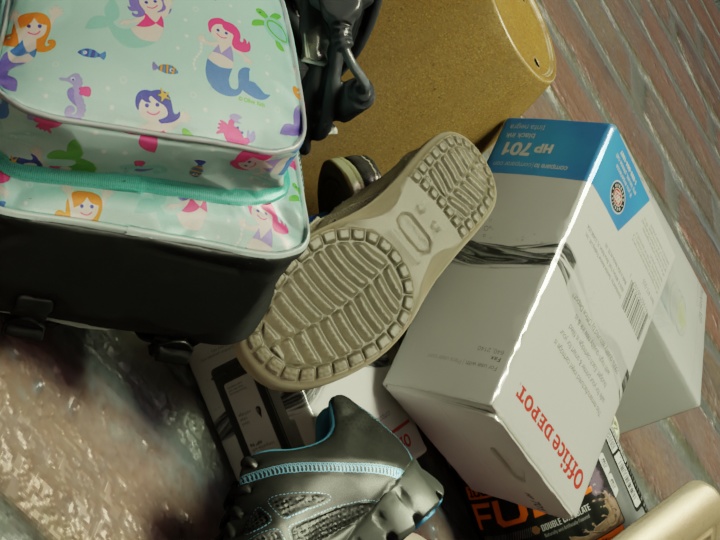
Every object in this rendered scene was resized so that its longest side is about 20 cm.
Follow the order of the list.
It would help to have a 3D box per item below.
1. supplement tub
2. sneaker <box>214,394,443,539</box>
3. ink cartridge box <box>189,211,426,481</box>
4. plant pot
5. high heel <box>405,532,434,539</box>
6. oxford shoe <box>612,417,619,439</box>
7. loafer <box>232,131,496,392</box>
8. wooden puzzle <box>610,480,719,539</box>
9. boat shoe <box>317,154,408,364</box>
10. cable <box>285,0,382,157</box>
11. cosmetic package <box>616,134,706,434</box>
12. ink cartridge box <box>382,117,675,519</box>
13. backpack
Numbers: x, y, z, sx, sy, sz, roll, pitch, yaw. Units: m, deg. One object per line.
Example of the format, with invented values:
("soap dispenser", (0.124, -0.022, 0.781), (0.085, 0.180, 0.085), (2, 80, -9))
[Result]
("supplement tub", (0.130, 0.145, 0.954), (0.122, 0.121, 0.202), (-23, 89, -63))
("sneaker", (-0.050, 0.140, 0.651), (0.199, 0.073, 0.082), (-34, 80, -38))
("ink cartridge box", (-0.029, 0.076, 0.773), (0.116, 0.067, 0.203), (-21, 88, -63))
("plant pot", (0.024, -0.125, 0.887), (0.186, 0.198, 0.189), (40, 38, -41))
("high heel", (0.020, 0.190, 0.789), (0.199, 0.095, 0.069), (20, 71, -44))
("oxford shoe", (0.149, 0.075, 1.124), (0.202, 0.075, 0.058), (59, -15, 2))
("loafer", (0.000, 0.000, 0.727), (0.200, 0.068, 0.076), (-40, 96, -34))
("wooden puzzle", (0.171, 0.259, 0.881), (0.184, 0.037, 0.203), (-27, 124, -32))
("boat shoe", (0.023, 0.004, 0.856), (0.072, 0.065, 0.203), (50, -20, 50))
("cable", (-0.020, -0.161, 0.725), (0.050, 0.163, 0.203), (2, 71, -14))
("cosmetic package", (0.230, 0.015, 1.245), (0.201, 0.122, 0.200), (58, 28, -18))
("ink cartridge box", (0.113, 0.029, 0.830), (0.147, 0.085, 0.202), (52, 58, -45))
("backpack", (-0.113, -0.082, 0.638), (0.175, 0.151, 0.202), (9, 46, -19))
